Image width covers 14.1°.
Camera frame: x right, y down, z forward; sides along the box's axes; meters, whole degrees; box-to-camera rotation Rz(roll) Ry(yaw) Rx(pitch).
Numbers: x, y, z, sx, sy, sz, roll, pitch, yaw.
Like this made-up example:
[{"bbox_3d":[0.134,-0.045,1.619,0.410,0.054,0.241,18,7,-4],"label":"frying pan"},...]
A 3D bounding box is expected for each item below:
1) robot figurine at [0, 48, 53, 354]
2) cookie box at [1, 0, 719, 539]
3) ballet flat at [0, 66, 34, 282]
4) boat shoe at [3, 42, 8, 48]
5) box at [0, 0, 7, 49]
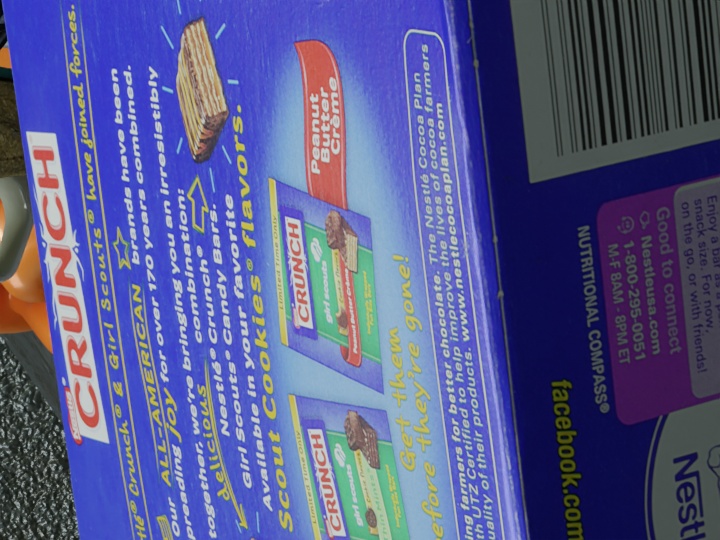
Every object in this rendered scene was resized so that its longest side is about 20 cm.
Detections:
[{"bbox_3d":[-0.125,-0.060,0.960,0.144,0.117,0.200,3,-145,-45],"label":"robot figurine"},{"bbox_3d":[0.006,0.004,0.569,0.200,0.075,0.171,16,117,60],"label":"cookie box"},{"bbox_3d":[-0.087,-0.029,0.823,0.071,0.200,0.071,-3,86,55],"label":"ballet flat"},{"bbox_3d":[-0.093,-0.091,0.763,0.072,0.200,0.066,-68,-17,-85],"label":"boat shoe"},{"bbox_3d":[-0.121,-0.160,0.669,0.200,0.046,0.159,53,127,9],"label":"box"}]
